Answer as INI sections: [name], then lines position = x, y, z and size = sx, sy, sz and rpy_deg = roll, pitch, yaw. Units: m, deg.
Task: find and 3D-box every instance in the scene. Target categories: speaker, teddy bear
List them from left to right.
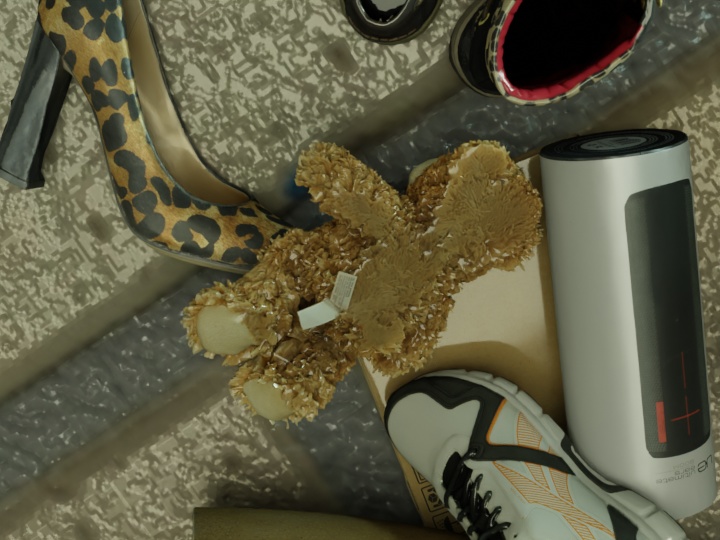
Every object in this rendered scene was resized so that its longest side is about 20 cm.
[teddy bear]
position = 0.000, 0.000, 0.845
size = 0.145, 0.067, 0.200
rpy_deg = 37, 99, -24
[speaker]
position = 0.144, 0.030, 0.851
size = 0.080, 0.081, 0.202
rpy_deg = -6, 103, 3

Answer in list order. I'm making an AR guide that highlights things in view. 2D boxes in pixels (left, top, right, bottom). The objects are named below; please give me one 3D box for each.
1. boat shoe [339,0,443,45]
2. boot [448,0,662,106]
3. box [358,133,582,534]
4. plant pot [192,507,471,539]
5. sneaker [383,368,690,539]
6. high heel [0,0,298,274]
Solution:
[boat shoe]
position = 0.029, -0.215, 0.822
size = 0.074, 0.073, 0.202
rpy_deg = 4, 103, 0
[boot]
position = 0.125, -0.160, 0.793
size = 0.200, 0.151, 0.073
rpy_deg = -44, 99, 9
[box]
position = 0.083, 0.044, 0.906
size = 0.162, 0.021, 0.201
rpy_deg = -21, 101, 5
[plant pot]
position = 0.014, 0.212, 0.873
size = 0.198, 0.186, 0.188
rpy_deg = -7, 103, -5
[sneaker]
position = 0.081, 0.121, 0.832
size = 0.199, 0.080, 0.074
rpy_deg = 34, 128, 33
[high heel]
position = -0.090, -0.084, 0.857
size = 0.199, 0.071, 0.144
rpy_deg = 22, 101, -1
